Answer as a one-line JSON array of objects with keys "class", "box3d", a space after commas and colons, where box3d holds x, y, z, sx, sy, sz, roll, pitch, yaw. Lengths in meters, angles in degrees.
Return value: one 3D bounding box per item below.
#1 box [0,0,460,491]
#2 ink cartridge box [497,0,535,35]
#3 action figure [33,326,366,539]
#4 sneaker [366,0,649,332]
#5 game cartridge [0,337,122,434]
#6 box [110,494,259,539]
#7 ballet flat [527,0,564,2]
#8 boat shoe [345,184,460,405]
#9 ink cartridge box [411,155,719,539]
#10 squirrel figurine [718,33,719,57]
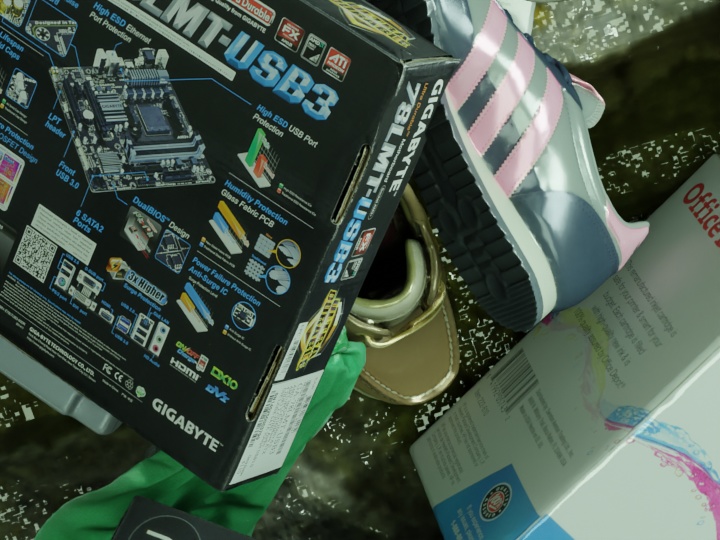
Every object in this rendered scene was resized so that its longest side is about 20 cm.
[{"class": "box", "box3d": [-0.083, -0.046, 1.128, 0.200, 0.050, 0.199, 33, 111, 23]}, {"class": "ink cartridge box", "box3d": [0.028, -0.165, 1.213, 0.109, 0.050, 0.201, 8, 102, -4]}, {"class": "action figure", "box3d": [-0.057, 0.067, 1.211, 0.118, 0.055, 0.200, 1, 145, -36]}, {"class": "sneaker", "box3d": [0.057, -0.079, 1.185, 0.082, 0.070, 0.201, -26, 100, -26]}, {"class": "game cartridge", "box3d": [-0.117, -0.046, 1.218, 0.133, 0.042, 0.200, 34, 104, 19]}, {"class": "box", "box3d": [-0.023, 0.194, 1.188, 0.199, 0.122, 0.106, 19, 64, 17]}, {"class": "ballet flat", "box3d": [0.144, -0.171, 1.190, 0.200, 0.064, 0.067, -43, 59, -7]}, {"class": "boat shoe", "box3d": [0.000, 0.000, 1.202, 0.074, 0.066, 0.200, -40, 135, -8]}, {"class": "ink cartridge box", "box3d": [0.129, 0.062, 1.210, 0.085, 0.145, 0.200, 41, 100, -20]}, {"class": "squirrel figurine", "box3d": [0.265, -0.097, 1.196, 0.186, 0.142, 0.200, 30, 113, -31]}]
